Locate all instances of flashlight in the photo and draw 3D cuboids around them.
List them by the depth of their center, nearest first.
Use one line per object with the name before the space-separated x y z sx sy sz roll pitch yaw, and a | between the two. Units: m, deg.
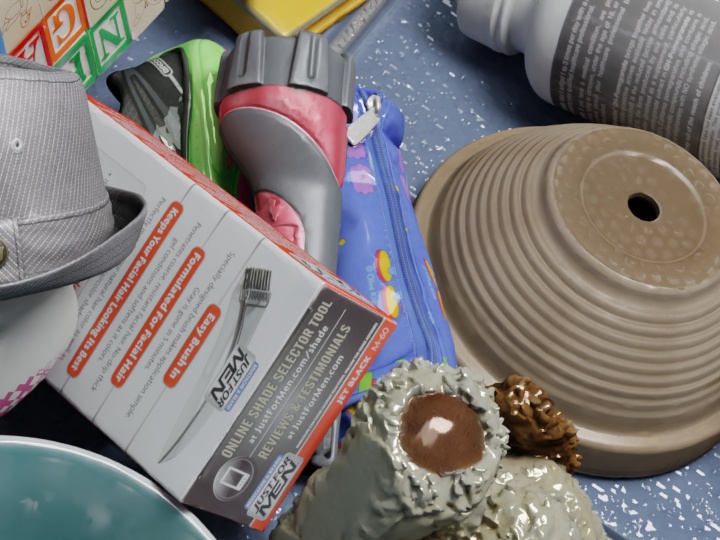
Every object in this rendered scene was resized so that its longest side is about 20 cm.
flashlight | -0.042 -0.009 1.203 0.068 0.067 0.201 35 54 -50

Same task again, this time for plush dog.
plush dog | 0.041 0.140 1.169 0.171 0.160 0.201 -4 85 -41

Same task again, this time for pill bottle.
pill bottle | 0.155 -0.124 1.388 0.199 0.111 0.111 26 48 19

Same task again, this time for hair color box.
hair color box | -0.090 0.012 1.154 0.200 0.111 0.064 38 6 39

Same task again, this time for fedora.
fedora | -0.185 -0.042 1.064 0.199 0.091 0.177 -8 15 -18

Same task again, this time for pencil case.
pencil case | 0.000 0.000 1.265 0.078 0.087 0.201 7 54 -27

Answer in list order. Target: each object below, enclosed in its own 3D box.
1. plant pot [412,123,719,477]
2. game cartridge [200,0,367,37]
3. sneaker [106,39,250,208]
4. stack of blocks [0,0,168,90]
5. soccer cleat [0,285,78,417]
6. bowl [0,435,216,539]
plant pot | 0.124 -0.006 1.316 0.200 0.093 0.202 10 52 -13
game cartridge | -0.062 -0.220 1.440 0.200 0.033 0.176 41 51 13
sneaker | -0.099 -0.015 1.258 0.083 0.077 0.201 -6 58 17
stack of blocks | -0.160 -0.131 1.209 0.058 0.116 0.200 19 51 25
soccer cleat | -0.190 0.047 1.064 0.199 0.086 0.070 -26 97 -30
bowl | -0.145 0.180 1.063 0.200 0.105 0.202 11 52 -14
